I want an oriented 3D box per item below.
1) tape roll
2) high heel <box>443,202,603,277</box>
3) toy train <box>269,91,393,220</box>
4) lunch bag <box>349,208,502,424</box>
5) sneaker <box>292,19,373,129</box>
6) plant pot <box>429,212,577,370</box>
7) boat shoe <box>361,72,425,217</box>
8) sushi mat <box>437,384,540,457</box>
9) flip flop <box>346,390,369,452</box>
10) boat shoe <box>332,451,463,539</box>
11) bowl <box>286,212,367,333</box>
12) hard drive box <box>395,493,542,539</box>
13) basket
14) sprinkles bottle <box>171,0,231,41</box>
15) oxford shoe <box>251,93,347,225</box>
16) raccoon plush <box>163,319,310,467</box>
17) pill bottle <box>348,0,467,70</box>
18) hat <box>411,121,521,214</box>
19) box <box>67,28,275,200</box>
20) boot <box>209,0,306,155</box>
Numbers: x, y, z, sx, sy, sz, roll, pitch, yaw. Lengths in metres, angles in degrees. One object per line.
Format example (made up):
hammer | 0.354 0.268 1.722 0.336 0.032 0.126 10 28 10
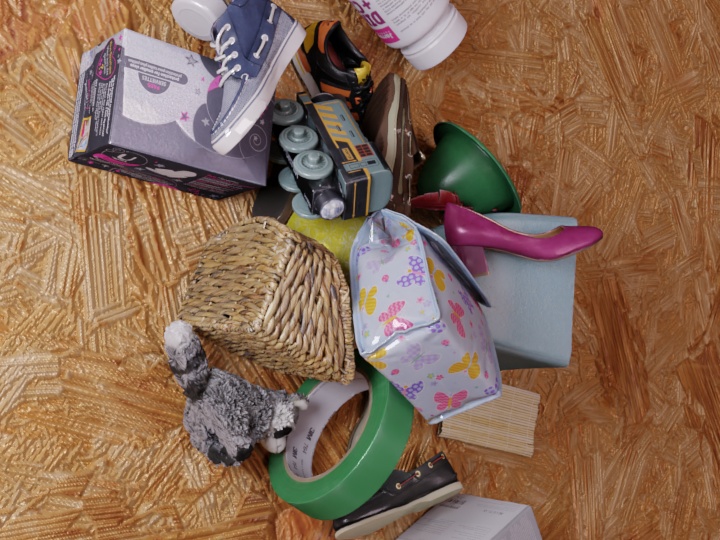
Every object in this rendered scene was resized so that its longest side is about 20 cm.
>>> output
tape roll | -0.025 0.191 1.248 0.048 0.199 0.203 37 64 -30
high heel | 0.203 -0.056 1.318 0.197 0.067 0.098 -13 95 -10
toy train | -0.041 -0.135 1.231 0.112 0.201 0.086 -12 136 -18
lunch bag | 0.073 0.040 1.207 0.170 0.126 0.202 48 23 -40
sneaker | -0.012 -0.231 1.369 0.070 0.089 0.201 -46 113 -32
plant pot | 0.151 0.024 1.424 0.197 0.196 0.199 8 80 -24
boat shoe | 0.042 -0.147 1.312 0.074 0.075 0.205 21 63 -22
sushi mat | 0.191 0.210 1.544 0.198 0.012 0.097 18 74 -37
flip flop | 0.038 0.180 1.392 0.081 0.057 0.202 34 66 -32
boat shoe | 0.042 0.295 1.383 0.199 0.074 0.064 -17 69 -32
bowl | 0.000 0.000 1.315 0.199 0.107 0.204 -14 109 -47
hard drive box | 0.118 0.381 1.376 0.199 0.155 0.078 -30 105 -36
basket | -0.089 0.031 1.208 0.148 0.199 0.145 30 73 -31
sprinkles bottle | -0.155 -0.374 1.280 0.068 0.068 0.202 39 62 -29
oxford shoe | -0.067 -0.130 1.335 0.071 0.071 0.202 42 71 -49
raccoon plush | -0.132 0.129 1.218 0.133 0.096 0.203 -34 124 -42
pill bottle | 0.049 -0.373 1.418 0.200 0.113 0.114 44 61 -27
hat | 0.098 -0.088 1.437 0.176 0.165 0.201 -44 125 -11
box | -0.206 -0.170 1.188 0.198 0.114 0.135 13 77 -38
boot | -0.135 -0.220 1.145 0.090 0.072 0.202 38 51 -20
